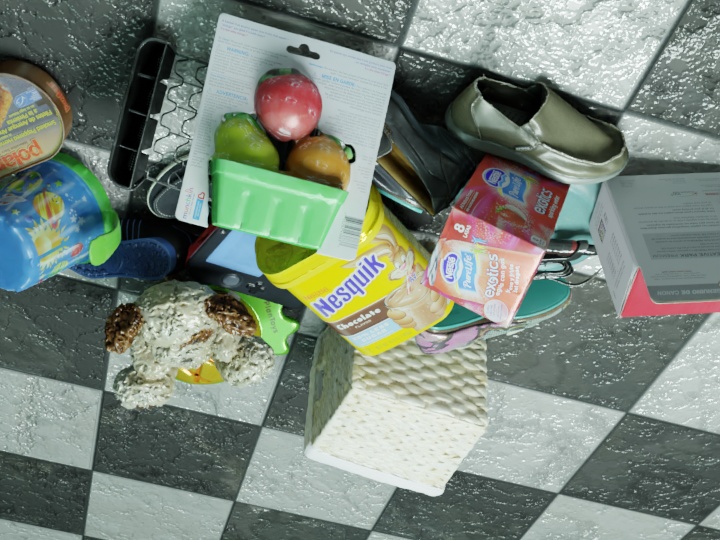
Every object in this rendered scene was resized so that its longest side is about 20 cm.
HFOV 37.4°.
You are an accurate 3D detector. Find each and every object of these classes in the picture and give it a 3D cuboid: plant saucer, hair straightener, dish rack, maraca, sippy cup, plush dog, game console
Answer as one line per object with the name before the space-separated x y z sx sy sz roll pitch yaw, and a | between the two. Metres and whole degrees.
plant saucer | 0.205 -0.059 1.220 0.196 0.036 0.202 4 140 3
hair straightener | 0.191 -0.014 1.224 0.196 0.041 0.078 -1 139 3
dish rack | -0.146 -0.137 1.091 0.197 0.055 0.156 18 99 5
maraca | -0.179 0.077 1.376 0.196 0.107 0.139 -17 114 5
sippy cup | -0.369 -0.047 1.203 0.176 0.131 0.141 -23 106 33
plush dog | -0.205 0.061 1.234 0.196 0.163 0.172 -11 166 -7
game console | -0.088 -0.029 1.219 0.175 0.031 0.200 22 137 -29

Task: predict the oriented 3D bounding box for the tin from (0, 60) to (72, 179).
tin | -0.405 -0.160 1.172 0.197 0.042 0.113 -16 120 24

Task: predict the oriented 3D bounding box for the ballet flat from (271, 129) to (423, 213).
ballet flat | -0.007 -0.127 1.153 0.197 0.074 0.073 20 138 -10

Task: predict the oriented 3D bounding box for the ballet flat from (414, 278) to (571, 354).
ballet flat | 0.154 0.055 1.268 0.196 0.070 0.072 -15 144 -12

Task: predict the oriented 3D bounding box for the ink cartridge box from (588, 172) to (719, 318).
ink cartridge box | 0.361 -0.013 1.118 0.196 0.178 0.085 -2 139 -6

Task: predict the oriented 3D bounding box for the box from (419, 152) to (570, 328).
box | 0.142 -0.042 1.079 0.098 0.200 0.097 25 120 7

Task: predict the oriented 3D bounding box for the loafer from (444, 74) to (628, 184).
loafer | 0.187 -0.146 1.091 0.196 0.076 0.070 12 144 -7

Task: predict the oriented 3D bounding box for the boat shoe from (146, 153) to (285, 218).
boat shoe | -0.164 -0.095 1.208 0.197 0.063 0.075 -15 137 24

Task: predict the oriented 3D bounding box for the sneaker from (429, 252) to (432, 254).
sneaker | 0.067 0.009 1.296 0.196 0.079 0.091 8 132 -11

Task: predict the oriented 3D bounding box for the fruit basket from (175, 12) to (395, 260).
fruit basket | -0.072 -0.127 1.039 0.182 0.204 0.094 12 173 -13

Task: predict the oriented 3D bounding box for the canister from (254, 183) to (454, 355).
canister | 0.000 0.000 1.169 0.147 0.088 0.200 -29 137 18

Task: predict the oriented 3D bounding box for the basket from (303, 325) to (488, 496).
basket | 0.046 0.144 1.354 0.197 0.200 0.162 18 134 -12

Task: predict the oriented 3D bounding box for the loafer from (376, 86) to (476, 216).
loafer | 0.024 -0.137 1.093 0.198 0.073 0.073 34 158 0

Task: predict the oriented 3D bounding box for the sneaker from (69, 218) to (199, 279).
sneaker | -0.283 -0.028 1.297 0.197 0.078 0.072 11 108 28
